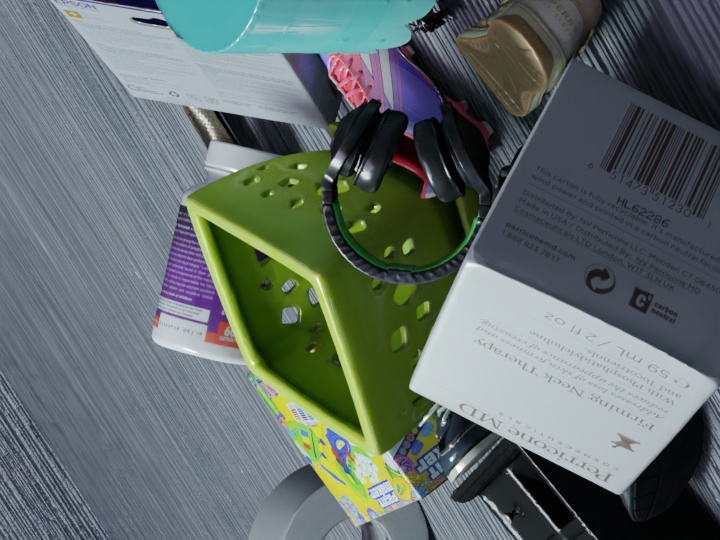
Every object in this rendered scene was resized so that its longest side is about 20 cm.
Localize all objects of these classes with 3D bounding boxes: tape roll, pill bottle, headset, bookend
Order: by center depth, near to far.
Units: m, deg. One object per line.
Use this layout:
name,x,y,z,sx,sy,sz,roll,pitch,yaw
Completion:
headset,0.039,-0.092,1.221,0.094,0.123,0.200,-62,-23,-74
bookend,0.194,0.215,1.414,0.199,0.092,0.200,51,157,10
pill bottle,-0.125,-0.018,1.585,0.111,0.111,0.200,17,95,55
tape roll,-0.024,0.310,1.819,0.066,0.200,0.200,12,132,56

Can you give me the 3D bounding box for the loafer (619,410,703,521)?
loafer,0.215,0.105,1.268,0.072,0.073,0.200,43,146,45

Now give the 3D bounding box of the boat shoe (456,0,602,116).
boat shoe,0.115,-0.153,1.113,0.072,0.065,0.200,50,175,-2

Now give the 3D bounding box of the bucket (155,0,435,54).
bucket,-0.052,-0.241,1.139,0.207,0.135,0.207,18,112,52

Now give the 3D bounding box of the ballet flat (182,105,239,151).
ballet flat,-0.141,-0.147,1.640,0.067,0.046,0.200,-82,-30,-76

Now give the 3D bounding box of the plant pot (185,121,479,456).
plant pot,0.000,0.000,1.385,0.200,0.181,0.199,29,146,45

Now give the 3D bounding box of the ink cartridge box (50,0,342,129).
ink cartridge box,-0.133,-0.186,1.378,0.196,0.043,0.200,12,163,18

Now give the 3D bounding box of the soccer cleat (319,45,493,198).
soccer cleat,0.018,-0.135,1.303,0.200,0.076,0.067,44,154,23

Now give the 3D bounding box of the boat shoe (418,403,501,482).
boat shoe,0.092,0.123,1.422,0.062,0.075,0.200,50,-161,0

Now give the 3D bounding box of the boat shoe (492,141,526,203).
boat shoe,0.123,-0.026,1.259,0.075,0.066,0.199,46,155,19

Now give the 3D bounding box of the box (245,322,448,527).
box,0.013,0.125,1.602,0.193,0.122,0.200,54,156,2

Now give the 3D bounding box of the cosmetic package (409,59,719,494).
cosmetic package,0.152,0.010,1.069,0.167,0.166,0.200,26,152,4
